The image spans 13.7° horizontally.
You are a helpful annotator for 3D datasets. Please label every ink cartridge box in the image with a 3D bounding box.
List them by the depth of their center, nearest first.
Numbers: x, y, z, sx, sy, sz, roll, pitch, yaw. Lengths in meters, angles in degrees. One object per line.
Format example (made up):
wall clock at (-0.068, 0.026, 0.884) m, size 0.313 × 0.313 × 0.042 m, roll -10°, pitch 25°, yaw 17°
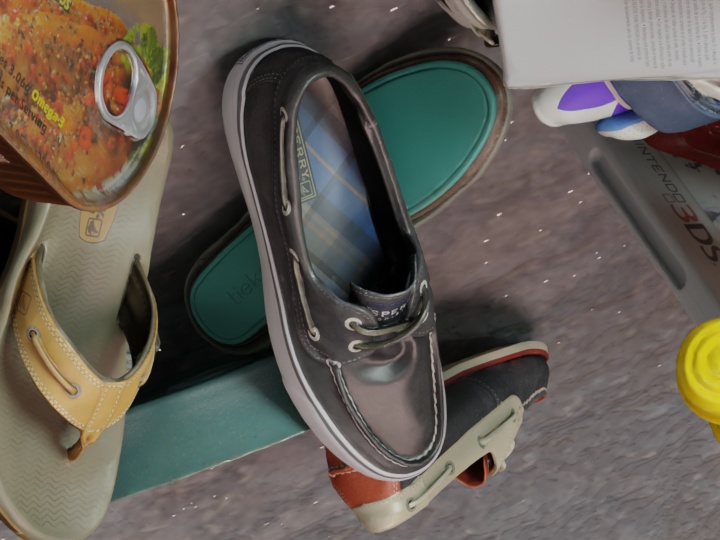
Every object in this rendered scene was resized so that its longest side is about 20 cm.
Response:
ink cartridge box at (0.078, -0.189, 0.979) m, size 0.083 × 0.176 × 0.200 m, roll -2°, pitch 148°, yaw 8°

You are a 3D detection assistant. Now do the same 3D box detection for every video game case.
video game case at (0.205, -0.028, 1.337) m, size 0.199 × 0.182 × 0.024 m, roll -3°, pitch 132°, yaw -30°

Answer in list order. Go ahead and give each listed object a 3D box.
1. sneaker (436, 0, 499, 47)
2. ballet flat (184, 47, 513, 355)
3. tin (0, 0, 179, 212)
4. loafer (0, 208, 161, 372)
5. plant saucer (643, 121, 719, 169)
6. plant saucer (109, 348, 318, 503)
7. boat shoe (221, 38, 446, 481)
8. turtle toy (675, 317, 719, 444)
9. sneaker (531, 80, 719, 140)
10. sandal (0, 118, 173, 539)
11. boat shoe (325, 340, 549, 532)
sneaker at (0.061, -0.117, 1.196) m, size 0.074 × 0.089 × 0.200 m, roll -29°, pitch 151°, yaw 11°
ballet flat at (-0.001, -0.036, 1.324) m, size 0.200 × 0.067 × 0.064 m, roll -41°, pitch 173°, yaw 30°
tin at (-0.124, -0.098, 1.088) m, size 0.042 × 0.112 × 0.200 m, roll 11°, pitch 160°, yaw 26°
loafer at (-0.149, 0.003, 1.271) m, size 0.063 × 0.072 × 0.200 m, roll -44°, pitch 141°, yaw 21°
plant saucer at (0.224, -0.101, 1.199) m, size 0.199 × 0.037 × 0.201 m, roll 18°, pitch 121°, yaw 9°
plant saucer at (-0.064, 0.062, 1.378) m, size 0.199 × 0.036 × 0.200 m, roll -21°, pitch -177°, yaw 1°
boat shoe at (0.000, 0.000, 1.252) m, size 0.070 × 0.066 × 0.201 m, roll -21°, pitch 107°, yaw -23°
turtle toy at (0.192, -0.003, 1.152) m, size 0.101 × 0.201 × 0.146 m, roll 14°, pitch 173°, yaw 16°
sneaker at (0.132, -0.080, 1.092) m, size 0.146 × 0.200 × 0.081 m, roll -32°, pitch 106°, yaw 12°
sandal at (-0.112, 0.021, 1.236) m, size 0.080 × 0.054 × 0.201 m, roll 5°, pitch 103°, yaw -41°
boat shoe at (0.043, 0.078, 1.459) m, size 0.071 × 0.063 × 0.200 m, roll -24°, pitch 176°, yaw 27°
